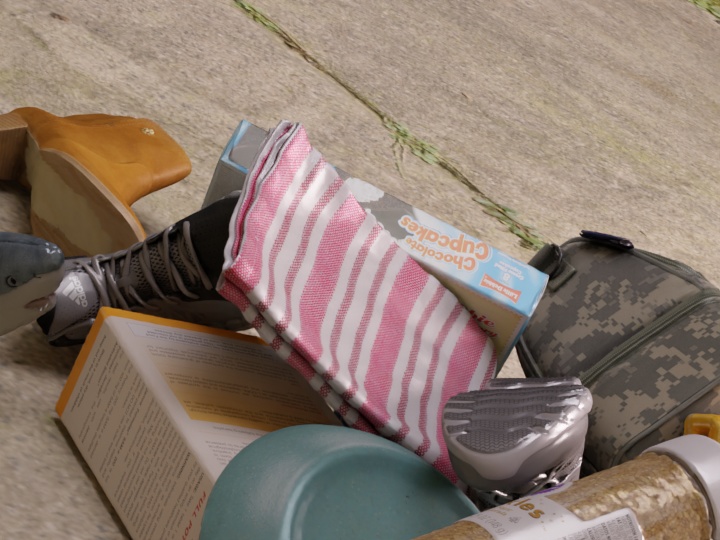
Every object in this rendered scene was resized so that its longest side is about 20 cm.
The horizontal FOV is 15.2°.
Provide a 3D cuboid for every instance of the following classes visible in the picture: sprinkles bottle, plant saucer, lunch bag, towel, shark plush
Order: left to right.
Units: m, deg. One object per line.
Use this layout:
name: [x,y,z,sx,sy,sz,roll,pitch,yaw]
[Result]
shark plush: [-0.255,-0.018,1.475,0.199,0.083,0.091,28,52,13]
towel: [0.005,0.026,1.457,0.200,0.030,0.147,46,31,-21]
plant saucer: [0.012,0.160,1.332,0.199,0.036,0.201,22,49,-28]
sprinkles bottle: [0.097,0.138,1.302,0.199,0.068,0.068,-17,42,-32]
lunch bag: [0.179,0.086,1.622,0.168,0.139,0.200,45,-10,46]

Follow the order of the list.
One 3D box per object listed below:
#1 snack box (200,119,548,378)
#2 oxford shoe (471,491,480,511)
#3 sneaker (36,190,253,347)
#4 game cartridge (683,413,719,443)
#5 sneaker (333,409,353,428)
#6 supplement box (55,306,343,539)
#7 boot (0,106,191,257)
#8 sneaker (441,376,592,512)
snack box: [0.000,0.000,1.576,0.199,0.116,0.037,27,54,1]
oxford shoe: [0.061,0.160,1.462,0.057,0.076,0.200,-4,22,6]
sneaker: [-0.124,0.010,1.528,0.115,0.200,0.075,-9,81,-32]
game cartridge: [0.254,0.179,1.544,0.199,0.177,0.032,9,-6,-38]
sneaker: [0.009,0.101,1.574,0.076,0.077,0.200,27,2,13]
supplement box: [-0.067,0.110,1.443,0.126,0.074,0.200,13,24,-34]
boot: [-0.158,-0.057,1.735,0.144,0.071,0.201,-10,32,-45]
sneaker: [0.090,0.101,1.410,0.074,0.082,0.200,-4,1,13]
